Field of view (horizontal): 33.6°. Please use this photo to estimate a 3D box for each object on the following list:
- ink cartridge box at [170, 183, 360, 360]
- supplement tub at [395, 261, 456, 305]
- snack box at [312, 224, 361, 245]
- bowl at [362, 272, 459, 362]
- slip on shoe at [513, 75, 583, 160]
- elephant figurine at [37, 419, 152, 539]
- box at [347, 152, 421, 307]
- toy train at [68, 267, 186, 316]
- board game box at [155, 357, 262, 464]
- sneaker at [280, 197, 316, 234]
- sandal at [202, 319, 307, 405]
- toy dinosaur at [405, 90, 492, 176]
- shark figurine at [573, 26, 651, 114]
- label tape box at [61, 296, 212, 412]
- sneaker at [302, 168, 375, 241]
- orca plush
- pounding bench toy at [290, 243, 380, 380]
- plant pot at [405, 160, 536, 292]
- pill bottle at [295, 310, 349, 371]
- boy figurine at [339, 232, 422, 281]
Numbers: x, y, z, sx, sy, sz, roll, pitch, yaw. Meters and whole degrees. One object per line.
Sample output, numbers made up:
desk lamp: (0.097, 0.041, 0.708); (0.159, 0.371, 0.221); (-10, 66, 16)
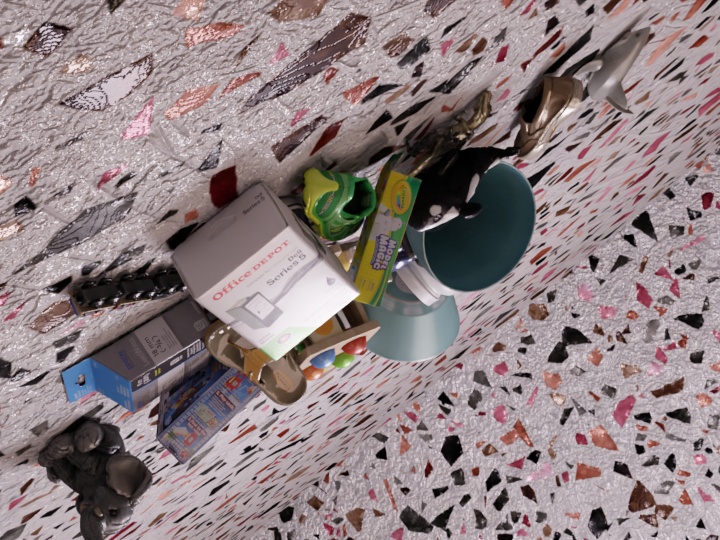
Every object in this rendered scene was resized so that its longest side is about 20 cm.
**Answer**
ink cartridge box: (-0.114, 0.006, 1.462); (0.145, 0.084, 0.200); (-38, 144, 6)
supplement tub: (0.152, -0.051, 1.947); (0.200, 0.145, 0.144); (-38, 166, 10)
snack box: (-0.009, -0.069, 1.740); (0.072, 0.024, 0.200); (-41, 166, 27)
bowl: (0.079, 0.049, 2.067); (0.200, 0.201, 0.105); (-29, 145, -27)
slip on shoe: (0.269, -0.234, 1.821); (0.060, 0.077, 0.200); (11, 159, -14)
elephant figurine: (-0.383, 0.334, 1.783); (0.155, 0.200, 0.142); (-31, 166, -19)
box: (0.030, -0.057, 1.579); (0.117, 0.048, 0.201); (-139, -115, -82)
toy train: (-0.272, 0.025, 1.392); (0.046, 0.034, 0.200); (-29, 172, 27)
board game box: (-0.199, 0.154, 1.726); (0.199, 0.062, 0.200); (-37, -158, 9)
sneaker: (-0.087, -0.030, 1.569); (0.078, 0.080, 0.200); (-34, 165, -4)
sandal: (-0.131, 0.126, 1.616); (0.080, 0.054, 0.200); (-44, 128, -3)
toy dinosaur: (0.106, -0.174, 1.644); (0.199, 0.048, 0.088); (-36, 174, 12)
shark figurine: (0.404, -0.289, 1.907); (0.128, 0.090, 0.215); (-33, 164, -10)
label tape box: (-0.297, 0.132, 1.617); (0.199, 0.063, 0.144); (-32, 165, -20)
sneaker: (-0.019, -0.079, 1.530); (0.083, 0.075, 0.200); (4, 173, 12)
orca plush: (0.138, -0.132, 1.618); (0.199, 0.105, 0.071); (-26, 145, -22)
pounding bench toy: (-0.079, 0.086, 1.768); (0.124, 0.157, 0.200); (-20, 165, -27)
plant pot: (0.142, -0.084, 1.780); (0.199, 0.135, 0.202); (-12, 115, -27)
pill bottle: (-0.086, 0.119, 1.990); (0.199, 0.115, 0.114); (-25, 163, -41)
boy figurine: (0.000, 0.000, 1.865); (0.199, 0.065, 0.124); (-26, 149, 13)
